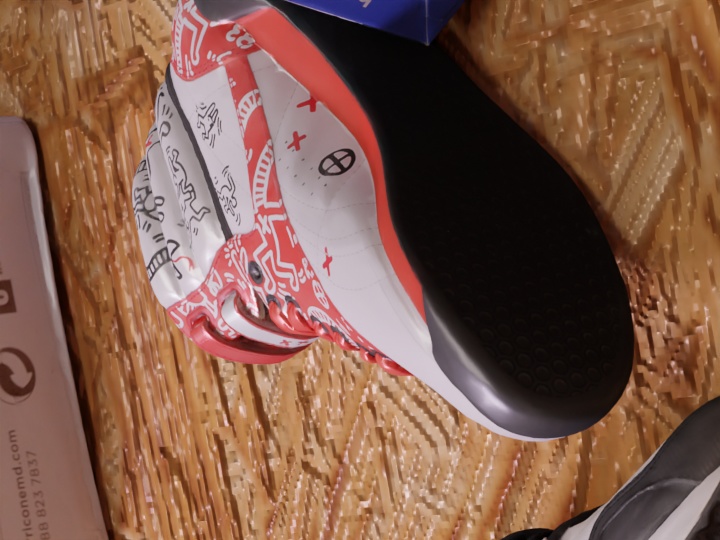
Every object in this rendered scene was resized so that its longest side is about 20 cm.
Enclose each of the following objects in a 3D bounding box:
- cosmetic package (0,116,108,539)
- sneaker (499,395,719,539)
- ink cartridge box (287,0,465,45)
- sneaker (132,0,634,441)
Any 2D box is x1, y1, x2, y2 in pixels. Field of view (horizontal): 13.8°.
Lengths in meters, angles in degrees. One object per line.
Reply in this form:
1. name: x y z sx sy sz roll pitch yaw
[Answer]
1. cosmetic package: -0.218 0.050 1.042 0.200 0.166 0.168 -15 85 53
2. sneaker: 0.052 0.092 0.766 0.080 0.073 0.200 60 138 30
3. ink cartridge box: -0.046 -0.152 0.824 0.044 0.094 0.200 -48 56 22
4. sneaker: 0.001 0.000 0.823 0.202 0.067 0.108 56 138 36
